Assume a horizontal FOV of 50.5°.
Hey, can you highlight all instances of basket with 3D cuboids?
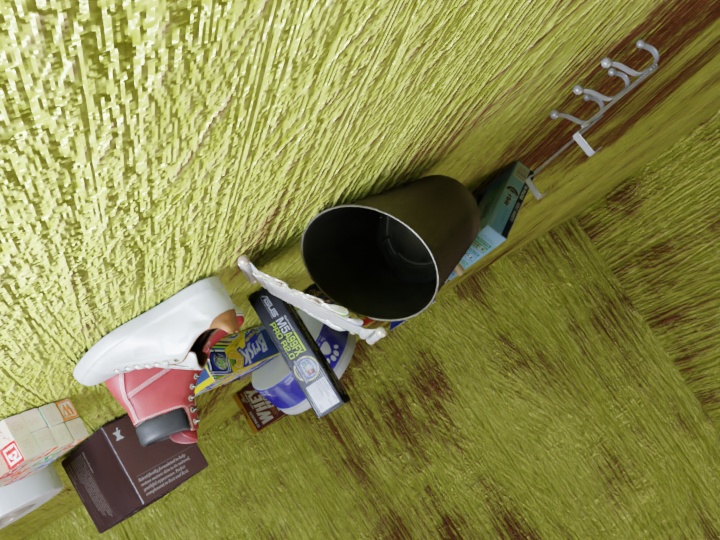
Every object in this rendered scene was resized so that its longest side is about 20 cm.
[{"bbox_3d":[0.056,-0.040,0.939,0.180,0.136,0.200,14,-153,27],"label":"basket"}]

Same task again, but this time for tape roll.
[{"bbox_3d":[-0.605,0.386,1.269,0.202,0.071,0.202,-31,171,-5],"label":"tape roll"}]

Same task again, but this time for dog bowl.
[{"bbox_3d":[-0.105,0.158,1.395,0.200,0.079,0.200,-40,-156,22],"label":"dog bowl"}]

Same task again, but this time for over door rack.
[{"bbox_3d":[0.299,-0.208,1.020,0.200,0.067,0.148,-51,180,-23],"label":"over door rack"}]

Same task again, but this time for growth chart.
[{"bbox_3d":[-0.058,0.040,0.911,0.018,0.200,0.145,-64,-174,-11],"label":"growth chart"}]

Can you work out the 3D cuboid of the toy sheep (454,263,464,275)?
[{"bbox_3d":[0.090,-0.027,1.162,0.200,0.138,0.138,-29,173,12],"label":"toy sheep"}]

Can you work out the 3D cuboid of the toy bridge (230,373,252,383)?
[{"bbox_3d":[-0.276,0.225,1.675,0.067,0.027,0.200,-29,171,-10],"label":"toy bridge"}]

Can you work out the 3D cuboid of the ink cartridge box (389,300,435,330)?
[{"bbox_3d":[0.088,0.016,1.296,0.099,0.039,0.200,-35,-163,24],"label":"ink cartridge box"}]

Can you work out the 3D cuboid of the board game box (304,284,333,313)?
[{"bbox_3d":[0.000,0.000,1.326,0.200,0.035,0.135,-36,172,25],"label":"board game box"}]

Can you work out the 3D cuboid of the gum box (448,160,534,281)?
[{"bbox_3d":[0.210,-0.080,1.353,0.200,0.045,0.170,-43,-167,54],"label":"gum box"}]

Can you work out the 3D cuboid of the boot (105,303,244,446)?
[{"bbox_3d":[-0.211,0.136,0.973,0.200,0.144,0.072,-28,170,-34],"label":"boot"}]

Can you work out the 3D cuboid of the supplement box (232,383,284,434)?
[{"bbox_3d":[-0.233,0.364,2.298,0.197,0.133,0.200,-36,171,31],"label":"supplement box"}]

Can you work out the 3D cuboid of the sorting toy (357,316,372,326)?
[{"bbox_3d":[0.076,0.051,1.797,0.200,0.070,0.199,-28,171,-30],"label":"sorting toy"}]

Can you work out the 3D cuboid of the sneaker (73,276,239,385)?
[{"bbox_3d":[-0.227,0.091,0.856,0.200,0.085,0.073,-31,174,7],"label":"sneaker"}]

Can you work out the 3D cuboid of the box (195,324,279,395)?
[{"bbox_3d":[-0.223,0.151,1.305,0.070,0.064,0.200,-36,172,27],"label":"box"}]

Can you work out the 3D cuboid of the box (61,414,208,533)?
[{"bbox_3d":[-0.442,0.378,1.489,0.200,0.164,0.166,-38,170,38],"label":"box"}]

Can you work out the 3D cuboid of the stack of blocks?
[{"bbox_3d":[-0.452,0.231,0.942,0.115,0.059,0.200,-35,171,19],"label":"stack of blocks"}]

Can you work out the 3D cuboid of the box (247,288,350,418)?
[{"bbox_3d":[-0.088,0.122,1.144,0.044,0.200,0.160,-32,171,-2],"label":"box"}]
